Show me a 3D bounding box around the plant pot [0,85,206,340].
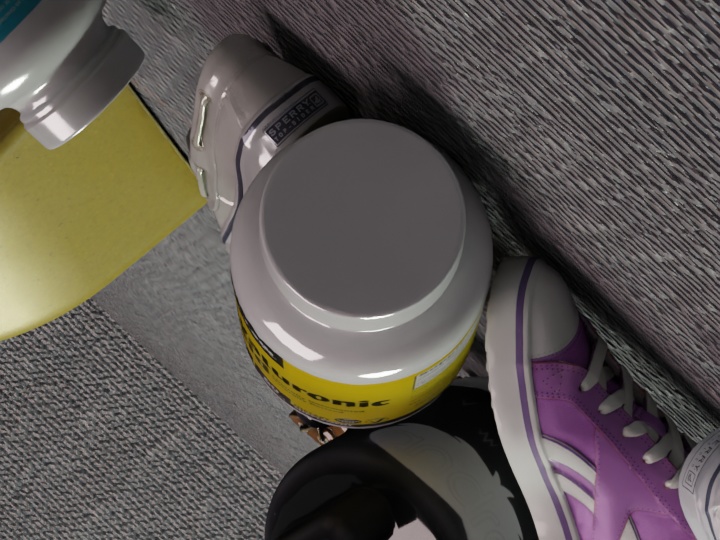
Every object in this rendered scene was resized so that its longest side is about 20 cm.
[{"bbox_3d":[-0.254,-0.066,1.580,0.196,0.200,0.194,36,169,33],"label":"plant pot"}]

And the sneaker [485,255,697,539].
[{"bbox_3d":[0.126,0.076,1.067,0.073,0.114,0.200,-63,-42,-56],"label":"sneaker"}]

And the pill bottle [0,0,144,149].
[{"bbox_3d":[-0.200,-0.152,1.209,0.200,0.111,0.111,45,171,-16],"label":"pill bottle"}]

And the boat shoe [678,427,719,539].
[{"bbox_3d":[0.198,0.148,1.023,0.200,0.074,0.067,49,172,-31],"label":"boat shoe"}]

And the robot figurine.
[{"bbox_3d":[0.032,0.126,1.194,0.125,0.200,0.150,13,112,31],"label":"robot figurine"}]

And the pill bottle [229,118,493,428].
[{"bbox_3d":[0.000,0.000,1.060,0.111,0.111,0.200,41,170,8],"label":"pill bottle"}]

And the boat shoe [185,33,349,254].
[{"bbox_3d":[-0.050,-0.056,1.154,0.066,0.072,0.200,46,172,8],"label":"boat shoe"}]

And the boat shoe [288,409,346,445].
[{"bbox_3d":[-0.008,0.073,1.349,0.068,0.072,0.200,1,-138,-34],"label":"boat shoe"}]

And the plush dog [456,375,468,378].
[{"bbox_3d":[0.098,0.151,1.396,0.200,0.160,0.172,12,179,-43],"label":"plush dog"}]
